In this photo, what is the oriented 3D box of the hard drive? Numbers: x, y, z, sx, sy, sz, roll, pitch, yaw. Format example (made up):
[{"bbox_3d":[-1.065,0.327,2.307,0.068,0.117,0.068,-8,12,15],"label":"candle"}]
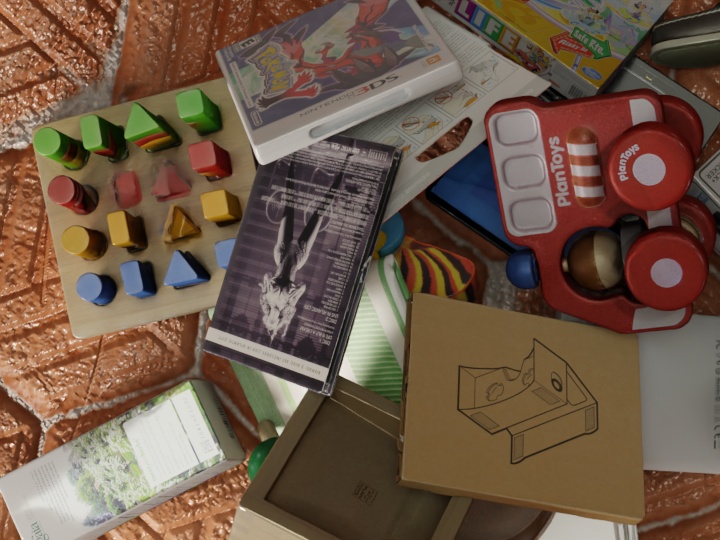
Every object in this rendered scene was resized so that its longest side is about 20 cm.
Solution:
[{"bbox_3d":[0.261,0.103,1.360,0.198,0.025,0.133,4,83,-7],"label":"hard drive"}]

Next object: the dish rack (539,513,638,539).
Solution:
[{"bbox_3d":[0.152,0.211,1.384,0.170,0.044,0.202,-8,85,7],"label":"dish rack"}]

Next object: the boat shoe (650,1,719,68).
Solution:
[{"bbox_3d":[0.344,-0.219,1.382,0.199,0.072,0.061,-8,80,0],"label":"boat shoe"}]

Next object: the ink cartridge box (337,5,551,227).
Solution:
[{"bbox_3d":[0.040,-0.123,1.358,0.200,0.044,0.173,-39,49,-14],"label":"ink cartridge box"}]

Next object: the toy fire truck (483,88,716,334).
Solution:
[{"bbox_3d":[0.192,-0.047,1.281,0.166,0.112,0.202,-5,108,19],"label":"toy fire truck"}]

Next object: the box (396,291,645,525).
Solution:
[{"bbox_3d":[0.128,0.107,1.269,0.198,0.021,0.165,11,60,-11],"label":"box"}]

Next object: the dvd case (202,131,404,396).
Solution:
[{"bbox_3d":[-0.048,-0.013,1.300,0.148,0.016,0.202,15,87,43],"label":"dvd case"}]

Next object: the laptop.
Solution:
[{"bbox_3d":[0.184,-0.099,1.372,0.177,0.103,0.201,34,98,8],"label":"laptop"}]

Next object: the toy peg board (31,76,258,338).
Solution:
[{"bbox_3d":[-0.191,-0.060,1.423,0.198,0.098,0.201,-13,84,7],"label":"toy peg board"}]

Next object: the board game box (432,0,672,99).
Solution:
[{"bbox_3d":[0.154,-0.243,1.392,0.199,0.034,0.135,37,58,9],"label":"board game box"}]

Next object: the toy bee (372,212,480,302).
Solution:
[{"bbox_3d":[0.000,0.000,1.388,0.199,0.131,0.109,24,70,46],"label":"toy bee"}]

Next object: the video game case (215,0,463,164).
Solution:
[{"bbox_3d":[-0.024,-0.176,1.368,0.181,0.200,0.023,-23,123,-2],"label":"video game case"}]

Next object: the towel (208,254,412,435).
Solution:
[{"bbox_3d":[-0.024,0.077,1.364,0.199,0.023,0.154,-17,102,36],"label":"towel"}]

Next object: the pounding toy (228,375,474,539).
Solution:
[{"bbox_3d":[-0.021,0.187,1.287,0.199,0.143,0.185,25,46,8],"label":"pounding toy"}]

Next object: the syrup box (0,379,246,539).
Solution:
[{"bbox_3d":[-0.210,0.176,1.414,0.199,0.081,0.079,-28,81,5],"label":"syrup box"}]

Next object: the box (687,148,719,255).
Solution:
[{"bbox_3d":[0.371,-0.030,1.345,0.200,0.060,0.117,45,67,8],"label":"box"}]

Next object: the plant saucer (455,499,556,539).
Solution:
[{"bbox_3d":[0.090,0.150,1.354,0.199,0.034,0.202,-1,88,30],"label":"plant saucer"}]
